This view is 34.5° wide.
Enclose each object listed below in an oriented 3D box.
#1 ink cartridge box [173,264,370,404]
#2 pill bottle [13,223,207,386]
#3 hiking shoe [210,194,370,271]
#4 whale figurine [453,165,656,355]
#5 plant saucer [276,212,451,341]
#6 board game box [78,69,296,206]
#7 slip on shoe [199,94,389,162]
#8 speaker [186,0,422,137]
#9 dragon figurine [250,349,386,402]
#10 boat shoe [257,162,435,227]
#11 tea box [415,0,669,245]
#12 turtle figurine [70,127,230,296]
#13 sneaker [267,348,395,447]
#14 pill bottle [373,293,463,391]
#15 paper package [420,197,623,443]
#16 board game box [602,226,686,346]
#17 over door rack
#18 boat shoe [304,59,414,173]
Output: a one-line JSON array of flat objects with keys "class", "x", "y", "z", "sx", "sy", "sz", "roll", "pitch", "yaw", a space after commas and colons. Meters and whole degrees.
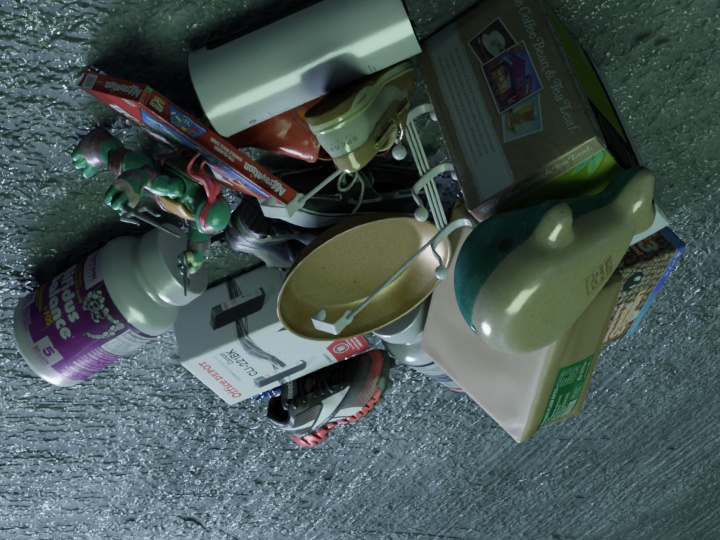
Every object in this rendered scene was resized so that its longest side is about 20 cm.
[{"class": "ink cartridge box", "x": -0.107, "y": 0.068, "z": 1.380, "sx": 0.197, "sy": 0.085, "sz": 0.145, "roll": -22, "pitch": 149, "yaw": 10}, {"class": "pill bottle", "x": -0.263, "y": 0.033, "z": 1.230, "sx": 0.198, "sy": 0.114, "sz": 0.112, "roll": -30, "pitch": 146, "yaw": 20}, {"class": "hiking shoe", "x": -0.062, "y": -0.041, "z": 1.264, "sx": 0.198, "sy": 0.077, "sz": 0.100, "roll": 12, "pitch": 156, "yaw": -34}, {"class": "whale figurine", "x": 0.165, "y": -0.021, "z": 1.000, "sx": 0.199, "sy": 0.104, "sz": 0.160, "roll": -40, "pitch": 147, "yaw": -7}, {"class": "plant saucer", "x": 0.000, "y": 0.000, "z": 1.228, "sx": 0.197, "sy": 0.036, "sz": 0.201, "roll": -17, "pitch": 146, "yaw": -12}, {"class": "board game box", "x": -0.155, "y": -0.118, "z": 1.058, "sx": 0.199, "sy": 0.102, "sz": 0.020, "roll": 34, "pitch": 81, "yaw": -45}, {"class": "slip on shoe", "x": -0.057, "y": -0.137, "z": 1.113, "sx": 0.197, "sy": 0.062, "sz": 0.074, "roll": -3, "pitch": 148, "yaw": -18}, {"class": "speaker", "x": -0.047, "y": -0.191, "z": 1.016, "sx": 0.197, "sy": 0.082, "sz": 0.081, "roll": -22, "pitch": 148, "yaw": 9}, {"class": "dragon figurine", "x": -0.055, "y": 0.135, "z": 1.530, "sx": 0.197, "sy": 0.060, "sz": 0.100, "roll": -20, "pitch": 148, "yaw": 8}, {"class": "boat shoe", "x": -0.011, "y": -0.087, "z": 1.198, "sx": 0.197, "sy": 0.074, "sz": 0.068, "roll": 7, "pitch": 134, "yaw": -27}, {"class": "tea box", "x": 0.171, "y": -0.128, "z": 1.097, "sx": 0.133, "sy": 0.202, "sz": 0.196, "roll": -29, "pitch": 145, "yaw": 21}, {"class": "turtle figurine", "x": -0.175, "y": -0.062, "z": 1.051, "sx": 0.101, "sy": 0.199, "sz": 0.150, "roll": -45, "pitch": 137, "yaw": -11}, {"class": "sneaker", "x": -0.043, "y": 0.151, "z": 1.438, "sx": 0.097, "sy": 0.072, "sz": 0.200, "roll": 28, "pitch": 133, "yaw": -31}, {"class": "pill bottle", "x": 0.091, "y": 0.067, "z": 1.436, "sx": 0.119, "sy": 0.121, "sz": 0.199, "roll": -30, "pitch": 145, "yaw": 21}, {"class": "paper package", "x": 0.171, "y": 0.047, "z": 1.261, "sx": 0.102, "sy": 0.191, "sz": 0.202, "roll": -16, "pitch": 133, "yaw": -34}, {"class": "board game box", "x": 0.263, "y": 0.018, "z": 1.386, "sx": 0.198, "sy": 0.097, "sz": 0.161, "roll": -18, "pitch": 144, "yaw": -34}, {"class": "over door rack", "x": 0.022, "y": -0.045, "z": 1.099, "sx": 0.199, "sy": 0.066, "sz": 0.149, "roll": -34, "pitch": 122, "yaw": -20}, {"class": "boat shoe", "x": 0.007, "y": -0.138, "z": 1.038, "sx": 0.073, "sy": 0.067, "sz": 0.200, "roll": -17, "pitch": -165, "yaw": 27}]
